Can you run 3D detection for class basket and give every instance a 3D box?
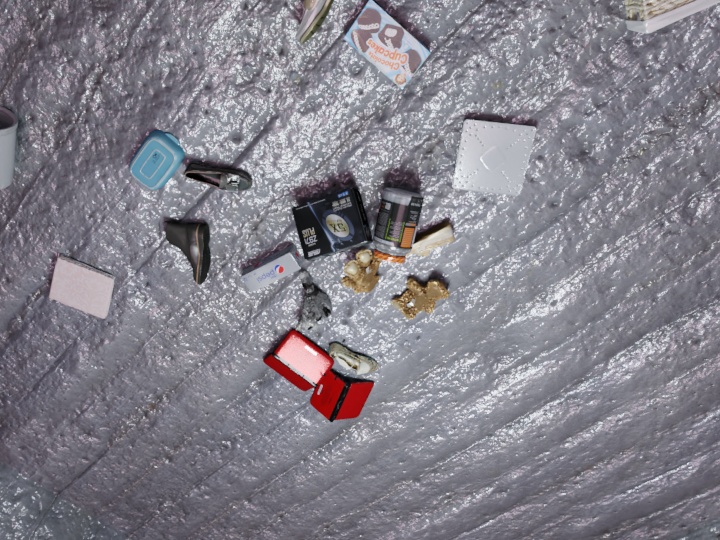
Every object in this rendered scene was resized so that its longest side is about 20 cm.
[{"bbox_3d":[0.716,-0.647,1.206,0.198,0.136,0.124,-21,115,16],"label":"basket"}]

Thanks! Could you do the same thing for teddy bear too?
[{"bbox_3d":[0.194,0.087,1.732,0.144,0.067,0.201,33,125,-4],"label":"teddy bear"},{"bbox_3d":[0.000,0.000,1.643,0.067,0.200,0.146,35,93,24],"label":"teddy bear"}]

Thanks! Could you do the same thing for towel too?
[{"bbox_3d":[-0.957,0.059,1.826,0.198,0.032,0.192,24,119,-10],"label":"towel"}]

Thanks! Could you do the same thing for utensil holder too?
[{"bbox_3d":[-1.083,-0.353,1.516,0.168,0.171,0.201,21,122,-8],"label":"utensil holder"}]

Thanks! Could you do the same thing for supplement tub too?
[{"bbox_3d":[0.105,-0.131,1.542,0.121,0.123,0.202,13,104,-3],"label":"supplement tub"}]

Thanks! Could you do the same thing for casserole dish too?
[{"bbox_3d":[-0.609,-0.320,1.569,0.121,0.039,0.200,40,115,-18],"label":"casserole dish"}]

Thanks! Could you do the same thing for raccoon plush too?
[{"bbox_3d":[-0.183,0.107,1.779,0.133,0.096,0.202,-23,87,32],"label":"raccoon plush"}]

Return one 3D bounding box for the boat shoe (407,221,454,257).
[{"bbox_3d":[0.196,-0.075,1.622,0.199,0.074,0.070,-25,110,17],"label":"boat shoe"}]

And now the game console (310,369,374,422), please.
[{"bbox_3d":[-0.072,0.460,1.993,0.172,0.118,0.201,35,122,21],"label":"game console"}]

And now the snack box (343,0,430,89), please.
[{"bbox_3d":[0.068,-0.578,1.358,0.199,0.037,0.116,35,118,-15],"label":"snack box"}]

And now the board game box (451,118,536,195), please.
[{"bbox_3d":[0.371,-0.318,1.492,0.198,0.026,0.202,6,120,1],"label":"board game box"}]

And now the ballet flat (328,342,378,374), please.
[{"bbox_3d":[-0.027,0.326,1.876,0.199,0.076,0.068,29,118,-12],"label":"ballet flat"}]

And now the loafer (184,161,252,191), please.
[{"bbox_3d":[-0.422,-0.268,1.568,0.198,0.063,0.072,13,121,-2],"label":"loafer"}]

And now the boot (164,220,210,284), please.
[{"bbox_3d":[-0.559,-0.062,1.704,0.137,0.078,0.202,9,108,4],"label":"boot"}]

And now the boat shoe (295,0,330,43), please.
[{"bbox_3d":[-0.108,-0.664,1.309,0.068,0.075,0.200,35,110,-9],"label":"boat shoe"}]

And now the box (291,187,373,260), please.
[{"bbox_3d":[-0.083,-0.133,1.565,0.198,0.086,0.166,-16,87,14],"label":"box"}]

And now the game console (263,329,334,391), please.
[{"bbox_3d":[-0.223,0.327,1.912,0.199,0.119,0.173,38,85,-12],"label":"game console"}]

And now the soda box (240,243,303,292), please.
[{"bbox_3d":[-0.285,-0.006,1.710,0.199,0.064,0.069,-26,114,18],"label":"soda box"}]
